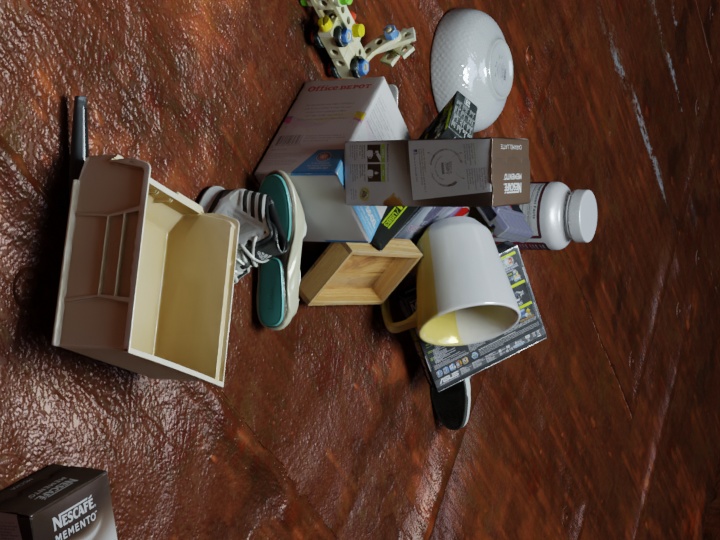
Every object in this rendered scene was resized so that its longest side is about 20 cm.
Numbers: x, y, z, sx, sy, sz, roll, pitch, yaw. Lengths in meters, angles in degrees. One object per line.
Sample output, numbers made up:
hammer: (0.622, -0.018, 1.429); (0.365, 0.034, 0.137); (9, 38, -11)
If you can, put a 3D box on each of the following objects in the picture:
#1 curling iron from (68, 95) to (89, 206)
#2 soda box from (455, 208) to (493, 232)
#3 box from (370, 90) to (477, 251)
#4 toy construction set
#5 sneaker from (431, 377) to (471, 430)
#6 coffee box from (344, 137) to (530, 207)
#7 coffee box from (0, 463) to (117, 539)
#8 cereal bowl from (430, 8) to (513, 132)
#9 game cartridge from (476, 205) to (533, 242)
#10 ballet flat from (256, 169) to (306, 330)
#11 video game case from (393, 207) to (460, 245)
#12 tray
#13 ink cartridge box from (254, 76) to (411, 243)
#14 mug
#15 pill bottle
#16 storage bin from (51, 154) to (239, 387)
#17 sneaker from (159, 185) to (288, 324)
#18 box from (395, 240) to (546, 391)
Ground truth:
curling iron: (-0.285, -0.077, 1.305); (0.049, 0.025, 0.203); (-23, 111, -64)
soda box: (0.148, -0.097, 1.984); (0.068, 0.064, 0.199); (-46, 153, 16)
box: (0.083, -0.139, 1.738); (0.047, 0.193, 0.200); (39, 21, -8)
toy construction set: (-0.009, -0.338, 1.712); (0.200, 0.091, 0.133); (44, 54, -38)
sneaker: (0.167, 0.145, 2.043); (0.120, 0.083, 0.203); (-16, 104, -48)
coffee box: (0.092, -0.118, 1.527); (0.114, 0.197, 0.081); (-9, 100, -58)
coffee box: (-0.298, 0.307, 1.247); (0.113, 0.079, 0.203); (-27, 114, -55)
cereal bowl: (0.192, -0.325, 2.055); (0.199, 0.082, 0.204); (-2, 92, -59)
game cartridge: (0.192, -0.134, 1.993); (0.201, 0.038, 0.129); (57, 24, 18)
ballet flat: (-0.098, -0.027, 1.591); (0.069, 0.069, 0.203); (-15, 113, -58)
video game case: (0.111, -0.093, 1.830); (0.200, 0.019, 0.142); (-48, 161, 16)
tray: (0.000, 0.000, 1.735); (0.099, 0.037, 0.199); (-50, 158, 20)
ink cartridge box: (-0.024, -0.152, 1.646); (0.201, 0.127, 0.126); (-63, 141, -34)
mug: (0.126, 0.011, 1.819); (0.150, 0.183, 0.155); (110, -27, -64)
pill bottle: (0.288, -0.091, 2.115); (0.112, 0.197, 0.115); (-6, 97, -59)
storage bin: (-0.215, 0.004, 1.318); (0.200, 0.092, 0.202); (33, 59, -64)
sneaker: (-0.152, -0.009, 1.447); (0.076, 0.114, 0.203); (49, 51, -49)
box: (0.171, 0.069, 1.938); (0.198, 0.044, 0.162); (-25, 107, -11)
